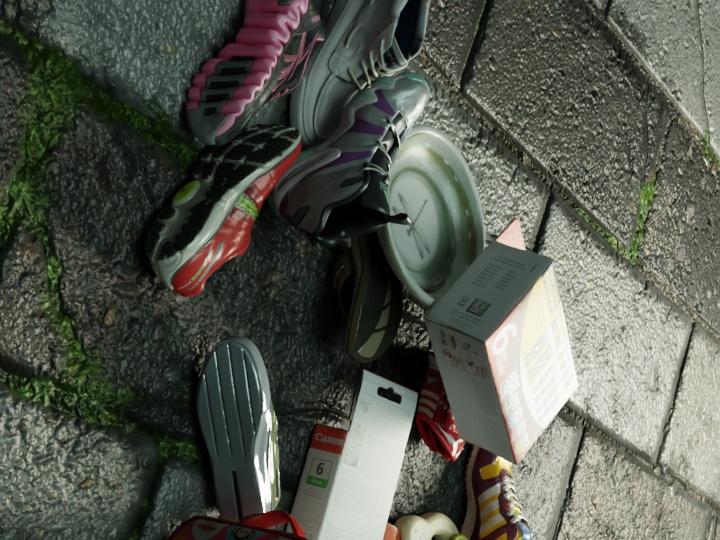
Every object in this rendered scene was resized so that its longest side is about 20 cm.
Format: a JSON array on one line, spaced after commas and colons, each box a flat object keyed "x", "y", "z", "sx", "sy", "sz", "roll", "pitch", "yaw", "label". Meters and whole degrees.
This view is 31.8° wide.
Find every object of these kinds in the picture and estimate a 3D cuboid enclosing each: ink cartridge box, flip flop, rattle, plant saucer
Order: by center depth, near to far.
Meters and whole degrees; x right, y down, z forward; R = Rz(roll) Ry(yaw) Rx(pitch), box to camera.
[{"x": 0.000, "y": 0.000, "z": 1.343, "sx": 0.081, "sy": 0.057, "sz": 0.201, "roll": 17, "pitch": 66, "yaw": -54, "label": "flip flop"}, {"x": 0.064, "y": -0.054, "z": 1.354, "sx": 0.200, "sy": 0.050, "sz": 0.201, "roll": 17, "pitch": 68, "yaw": -52, "label": "plant saucer"}, {"x": -0.008, "y": 0.213, "z": 1.362, "sx": 0.109, "sy": 0.050, "sz": 0.201, "roll": 28, "pitch": 73, "yaw": -48, "label": "ink cartridge box"}, {"x": 0.169, "y": 0.074, "z": 1.373, "sx": 0.176, "sy": 0.084, "sz": 0.201, "roll": -47, "pitch": 138, "yaw": -28, "label": "ink cartridge box"}, {"x": 0.099, "y": 0.330, "z": 1.437, "sx": 0.131, "sy": 0.142, "sz": 0.200, "roll": -60, "pitch": 137, "yaw": -21, "label": "rattle"}]

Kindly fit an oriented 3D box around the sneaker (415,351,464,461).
[{"x": 0.134, "y": 0.178, "z": 1.523, "sx": 0.199, "sy": 0.078, "sz": 0.116, "roll": 26, "pitch": 83, "yaw": -36, "label": "sneaker"}]

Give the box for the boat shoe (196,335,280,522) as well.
[{"x": -0.114, "y": 0.156, "z": 1.226, "sx": 0.062, "sy": 0.072, "sz": 0.201, "roll": -43, "pitch": 134, "yaw": -68, "label": "boat shoe"}]

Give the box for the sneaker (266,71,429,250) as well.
[{"x": 0.016, "y": -0.094, "z": 1.226, "sx": 0.200, "sy": 0.140, "sz": 0.078, "roll": -43, "pitch": 139, "yaw": -1, "label": "sneaker"}]

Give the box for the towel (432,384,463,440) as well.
[{"x": 0.165, "y": 0.110, "z": 1.475, "sx": 0.144, "sy": 0.022, "sz": 0.201, "roll": 28, "pitch": 77, "yaw": -38, "label": "towel"}]

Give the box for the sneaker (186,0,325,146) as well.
[{"x": -0.090, "y": -0.187, "z": 1.200, "sx": 0.201, "sy": 0.079, "sz": 0.096, "roll": -61, "pitch": 147, "yaw": -23, "label": "sneaker"}]

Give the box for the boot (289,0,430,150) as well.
[{"x": 0.003, "y": -0.211, "z": 1.279, "sx": 0.073, "sy": 0.095, "sz": 0.201, "roll": 37, "pitch": 67, "yaw": -46, "label": "boot"}]

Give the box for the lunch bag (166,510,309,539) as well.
[{"x": -0.114, "y": 0.293, "z": 1.132, "sx": 0.082, "sy": 0.199, "sz": 0.177, "roll": 54, "pitch": 56, "yaw": -33, "label": "lunch bag"}]

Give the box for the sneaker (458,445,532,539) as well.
[{"x": 0.176, "y": 0.296, "z": 1.562, "sx": 0.075, "sy": 0.090, "sz": 0.201, "roll": 11, "pitch": 87, "yaw": -50, "label": "sneaker"}]

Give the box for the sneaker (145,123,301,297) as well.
[{"x": -0.123, "y": -0.058, "z": 1.182, "sx": 0.200, "sy": 0.077, "sz": 0.085, "roll": -50, "pitch": 141, "yaw": -25, "label": "sneaker"}]

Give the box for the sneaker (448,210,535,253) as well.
[{"x": 0.139, "y": -0.007, "z": 1.501, "sx": 0.199, "sy": 0.076, "sz": 0.091, "roll": 25, "pitch": 83, "yaw": -39, "label": "sneaker"}]
